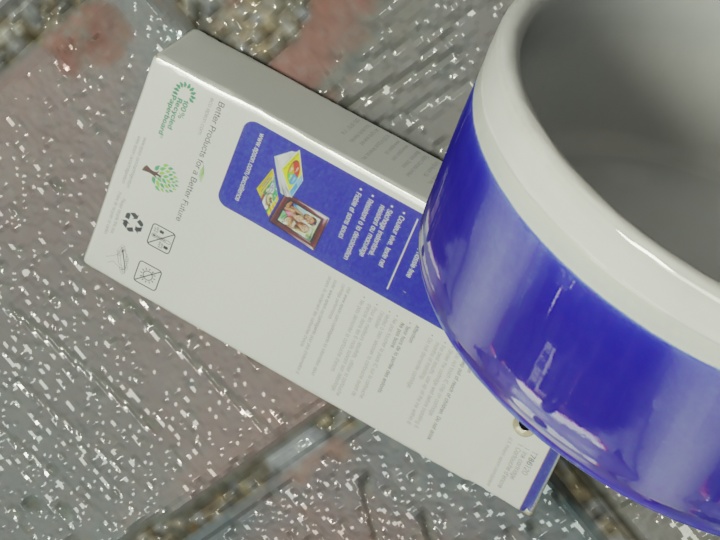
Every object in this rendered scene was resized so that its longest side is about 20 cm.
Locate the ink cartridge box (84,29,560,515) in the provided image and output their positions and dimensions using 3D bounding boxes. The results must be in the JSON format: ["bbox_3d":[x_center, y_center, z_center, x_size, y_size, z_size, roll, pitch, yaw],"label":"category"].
[{"bbox_3d":[0.000,0.000,0.952,0.200,0.039,0.100,31,122,10],"label":"ink cartridge box"}]

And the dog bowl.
[{"bbox_3d":[0.122,-0.008,0.797,0.200,0.200,0.079,30,125,9],"label":"dog bowl"}]
